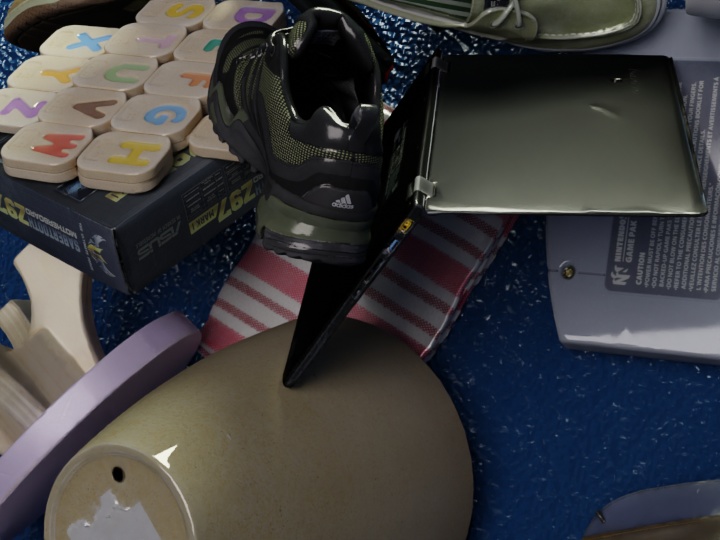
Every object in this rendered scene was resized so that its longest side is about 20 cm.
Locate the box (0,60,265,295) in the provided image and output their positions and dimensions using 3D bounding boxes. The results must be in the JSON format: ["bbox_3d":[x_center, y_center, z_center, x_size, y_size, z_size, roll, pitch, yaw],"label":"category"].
[{"bbox_3d":[-0.121,-0.080,0.824,0.157,0.051,0.200,23,48,35],"label":"box"}]

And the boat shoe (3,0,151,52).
[{"bbox_3d":[-0.168,-0.209,0.922,0.199,0.071,0.077,-16,76,33],"label":"boat shoe"}]

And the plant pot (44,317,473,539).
[{"bbox_3d":[-0.065,0.125,0.718,0.186,0.200,0.189,1,93,29],"label":"plant pot"}]

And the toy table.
[{"bbox_3d":[-0.206,0.067,0.837,0.200,0.184,0.117,-43,81,-5],"label":"toy table"}]

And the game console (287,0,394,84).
[{"bbox_3d":[-0.066,-0.188,0.773,0.200,0.177,0.031,41,101,-18],"label":"game console"}]

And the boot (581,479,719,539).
[{"bbox_3d":[0.135,0.177,0.732,0.199,0.075,0.098,-18,44,30],"label":"boot"}]

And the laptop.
[{"bbox_3d":[0.066,-0.032,0.726,0.115,0.188,0.200,31,120,-11],"label":"laptop"}]

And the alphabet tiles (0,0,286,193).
[{"bbox_3d":[-0.124,-0.112,0.811,0.194,0.015,0.200,9,40,20],"label":"alphabet tiles"}]

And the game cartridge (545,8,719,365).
[{"bbox_3d":[0.174,-0.050,0.774,0.132,0.041,0.202,5,79,28],"label":"game cartridge"}]

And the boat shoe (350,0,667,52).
[{"bbox_3d":[0.071,-0.155,0.759,0.198,0.062,0.073,8,120,6],"label":"boat shoe"}]

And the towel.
[{"bbox_3d":[0.000,0.000,0.841,0.146,0.030,0.201,31,88,26],"label":"towel"}]

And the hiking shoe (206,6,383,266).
[{"bbox_3d":[-0.023,-0.090,0.686,0.101,0.075,0.201,-66,29,28],"label":"hiking shoe"}]

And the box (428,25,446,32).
[{"bbox_3d":[0.118,-0.210,0.810,0.198,0.082,0.050,-17,70,18],"label":"box"}]

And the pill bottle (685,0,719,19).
[{"bbox_3d":[0.273,-0.168,0.698,0.198,0.120,0.121,8,80,14],"label":"pill bottle"}]
